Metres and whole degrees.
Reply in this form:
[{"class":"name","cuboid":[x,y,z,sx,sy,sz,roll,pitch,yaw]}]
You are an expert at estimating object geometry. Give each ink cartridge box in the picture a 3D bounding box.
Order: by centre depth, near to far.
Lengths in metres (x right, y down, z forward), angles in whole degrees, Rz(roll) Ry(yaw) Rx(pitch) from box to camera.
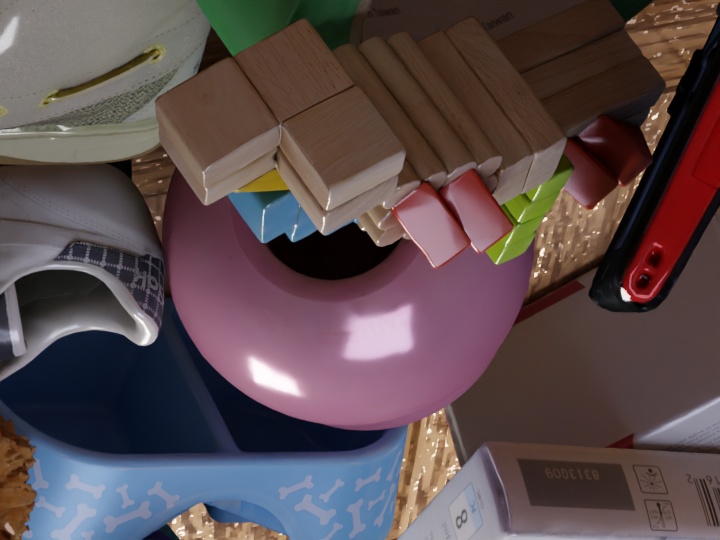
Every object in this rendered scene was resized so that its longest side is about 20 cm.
[{"class":"ink cartridge box","cuboid":[0.077,0.144,1.106,0.159,0.047,0.200,4,141,-30]},{"class":"ink cartridge box","cuboid":[0.146,0.070,1.149,0.145,0.084,0.200,-30,148,19]}]

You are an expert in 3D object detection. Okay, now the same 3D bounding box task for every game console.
[{"class":"game console","cuboid":[0.115,-0.068,0.803,0.177,0.031,0.200,-60,176,1]}]

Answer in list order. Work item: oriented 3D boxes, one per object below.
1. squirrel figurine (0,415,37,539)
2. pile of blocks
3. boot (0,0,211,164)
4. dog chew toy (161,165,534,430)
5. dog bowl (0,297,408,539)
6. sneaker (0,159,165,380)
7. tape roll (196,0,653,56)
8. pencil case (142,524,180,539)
[{"class":"squirrel figurine","cuboid":[-0.180,0.101,0.841,0.186,0.200,0.142,-22,121,37]},{"class":"pile of blocks","cuboid":[0.019,-0.024,0.748,0.200,0.062,0.082,-11,149,-51]},{"class":"boot","cuboid":[-0.118,-0.092,0.752,0.199,0.072,0.155,-5,148,-31]},{"class":"dog chew toy","cuboid":[0.000,0.000,0.926,0.124,0.125,0.200,-19,166,0]},{"class":"dog bowl","cuboid":[-0.069,0.057,0.992,0.199,0.112,0.050,2,129,-31]},{"class":"sneaker","cuboid":[-0.165,0.006,0.877,0.199,0.081,0.077,-14,151,-6]},{"class":"tape roll","cuboid":[0.046,-0.117,0.767,0.200,0.048,0.201,-31,161,-12]},{"class":"pencil case","cuboid":[-0.092,0.137,1.017,0.085,0.200,0.093,-36,122,-8]}]
